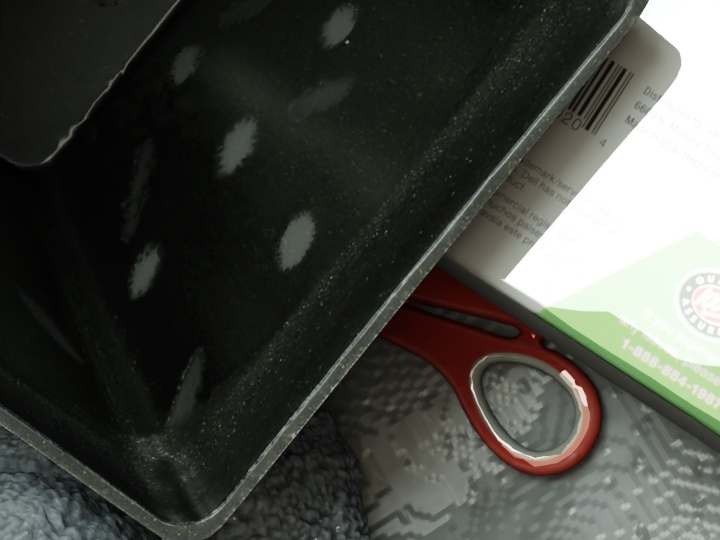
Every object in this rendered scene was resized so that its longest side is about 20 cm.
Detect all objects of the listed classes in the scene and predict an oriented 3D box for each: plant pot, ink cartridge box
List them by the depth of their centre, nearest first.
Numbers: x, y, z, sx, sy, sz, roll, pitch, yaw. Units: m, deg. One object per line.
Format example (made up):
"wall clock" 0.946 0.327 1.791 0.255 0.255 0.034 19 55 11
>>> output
"plant pot" -0.079 -0.082 0.704 0.199 0.177 0.200 38 92 -28
"ink cartridge box" 0.112 -0.063 0.752 0.146 0.084 0.201 34 89 14

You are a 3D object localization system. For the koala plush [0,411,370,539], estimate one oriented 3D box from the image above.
"koala plush" -0.092 0.103 0.734 0.177 0.200 0.184 44 96 14

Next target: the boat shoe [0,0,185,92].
"boat shoe" -0.094 -0.159 0.825 0.066 0.075 0.201 -10 85 3

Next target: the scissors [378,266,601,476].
"scissors" 0.000 0.000 0.819 0.199 0.014 0.074 24 92 16
